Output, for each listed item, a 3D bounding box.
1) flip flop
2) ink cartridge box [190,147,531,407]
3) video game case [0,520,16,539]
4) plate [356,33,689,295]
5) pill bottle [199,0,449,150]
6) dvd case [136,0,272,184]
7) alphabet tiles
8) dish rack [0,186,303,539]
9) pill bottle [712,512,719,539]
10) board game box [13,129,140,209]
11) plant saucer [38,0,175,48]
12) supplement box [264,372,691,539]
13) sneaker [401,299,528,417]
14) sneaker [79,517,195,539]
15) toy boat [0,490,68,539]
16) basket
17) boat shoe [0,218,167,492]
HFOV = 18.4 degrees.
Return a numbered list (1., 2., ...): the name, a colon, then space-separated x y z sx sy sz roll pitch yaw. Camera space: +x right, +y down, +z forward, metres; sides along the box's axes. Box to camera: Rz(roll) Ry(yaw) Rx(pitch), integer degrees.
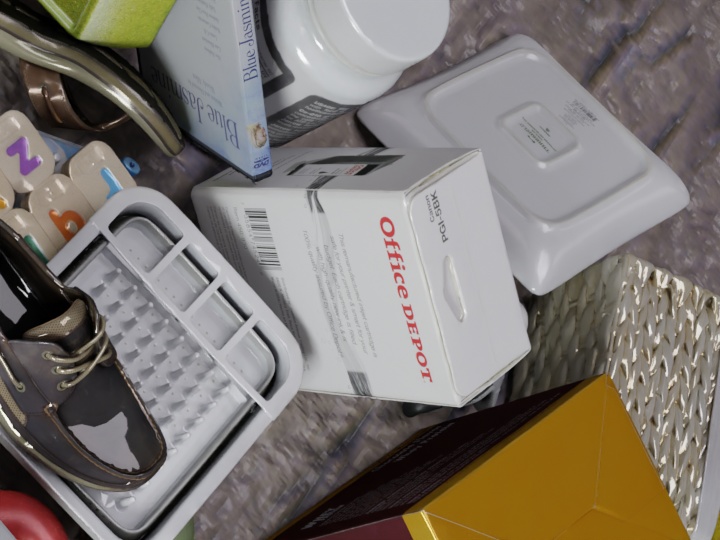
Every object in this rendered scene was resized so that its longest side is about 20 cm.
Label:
1. flip flop: -0.202 -0.127 1.434 0.199 0.081 0.058 29 102 -17
2. ink cartridge box: 0.000 0.000 1.447 0.083 0.199 0.148 -32 115 -41
3. video game case: -0.285 0.135 1.214 0.142 0.018 0.200 -24 48 -30
4. plate: 0.128 -0.092 1.652 0.200 0.032 0.199 45 46 18
5. pill bottle: -0.038 -0.153 1.484 0.112 0.199 0.114 13 68 -36
6. dvd case: -0.110 -0.170 1.416 0.017 0.142 0.202 -24 126 -27
7. alphabet tiles: -0.200 0.008 1.390 0.196 0.015 0.200 55 51 -12
8. dish rack: -0.144 0.065 1.372 0.172 0.043 0.200 48 53 -10
9. pill bottle: 0.327 0.214 1.725 0.111 0.112 0.202 23 63 -32
10. board game box: -0.234 -0.006 1.394 0.199 0.026 0.202 19 65 -34
11. plant saucer: -0.194 -0.230 1.369 0.200 0.200 0.048 47 66 -1
12. supplement box: 0.070 0.186 1.465 0.197 0.199 0.134 -31 96 -40
13. sneaker: 0.036 0.040 1.569 0.199 0.075 0.116 31 61 -29
14. sneaker: -0.133 0.213 1.390 0.090 0.067 0.201 48 42 -40
15. toy boat: -0.237 0.183 1.261 0.199 0.130 0.132 5 73 -35
16. basket: 0.187 0.103 1.634 0.123 0.135 0.202 28 60 -25
17. boat shoe: -0.183 0.047 1.280 0.200 0.073 0.075 46 54 -9
